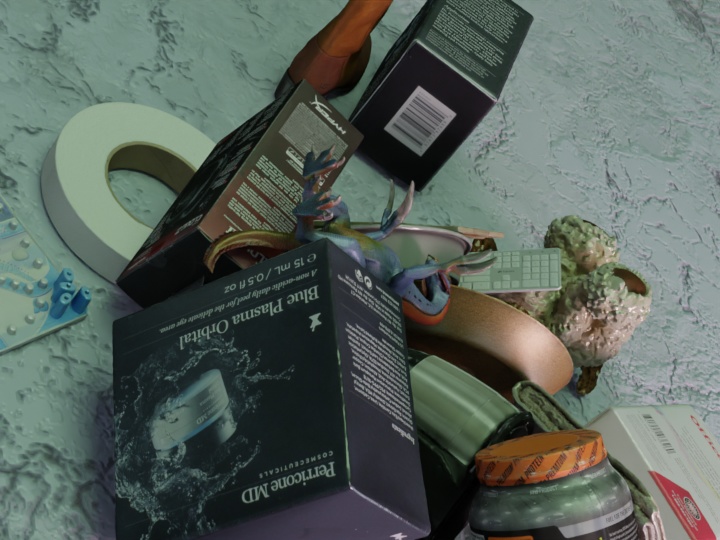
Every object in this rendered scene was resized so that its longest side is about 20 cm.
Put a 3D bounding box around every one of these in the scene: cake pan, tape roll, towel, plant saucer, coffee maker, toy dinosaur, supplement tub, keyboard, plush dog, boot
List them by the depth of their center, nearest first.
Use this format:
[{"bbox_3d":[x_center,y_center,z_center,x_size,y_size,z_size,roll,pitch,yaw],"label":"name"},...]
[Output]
[{"bbox_3d":[0.149,0.225,1.115,0.122,0.122,0.201,-13,94,-46],"label":"supplement tub"},{"bbox_3d":[0.000,-0.011,1.190,0.105,0.199,0.182,-104,169,-49],"label":"toy dinosaur"},{"bbox_3d":[0.008,0.132,1.225,0.200,0.135,0.192,36,69,19],"label":"coffee maker"},{"bbox_3d":[0.189,0.188,1.240,0.034,0.133,0.200,-26,33,-13],"label":"towel"},{"bbox_3d":[0.086,0.076,1.332,0.200,0.200,0.036,29,62,-14],"label":"plant saucer"},{"bbox_3d":[0.000,0.000,1.335,0.200,0.200,0.037,6,75,-36],"label":"cake pan"},{"bbox_3d":[-0.185,-0.063,1.350,0.202,0.037,0.203,23,42,-22],"label":"tape roll"},{"bbox_3d":[0.091,0.003,1.443,0.199,0.011,0.056,-3,37,9],"label":"keyboard"},{"bbox_3d":[0.173,0.037,1.502,0.171,0.161,0.200,10,22,-11],"label":"plush dog"},{"bbox_3d":[0.003,-0.270,1.580,0.068,0.200,0.188,44,38,6],"label":"boot"}]

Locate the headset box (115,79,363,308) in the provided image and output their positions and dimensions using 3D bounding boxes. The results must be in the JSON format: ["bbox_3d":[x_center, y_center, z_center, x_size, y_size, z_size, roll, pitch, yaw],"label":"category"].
[{"bbox_3d":[-0.103,-0.043,1.241,0.077,0.149,0.200,41,53,-16],"label":"headset box"}]

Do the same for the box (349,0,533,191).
[{"bbox_3d":[0.085,-0.210,1.621,0.107,0.149,0.200,35,37,-7],"label":"box"}]

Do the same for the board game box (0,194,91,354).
[{"bbox_3d":[-0.336,-0.017,1.186,0.200,0.026,0.200,50,39,12],"label":"board game box"}]

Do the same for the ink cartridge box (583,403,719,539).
[{"bbox_3d":[0.280,0.205,1.404,0.200,0.086,0.148,9,45,-57],"label":"ink cartridge box"}]

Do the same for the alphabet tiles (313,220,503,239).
[{"bbox_3d":[0.020,-0.037,1.385,0.166,0.199,0.006,5,87,-62],"label":"alphabet tiles"}]

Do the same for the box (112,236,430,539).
[{"bbox_3d":[-0.070,0.111,1.104,0.117,0.196,0.201,39,36,-50],"label":"box"}]
